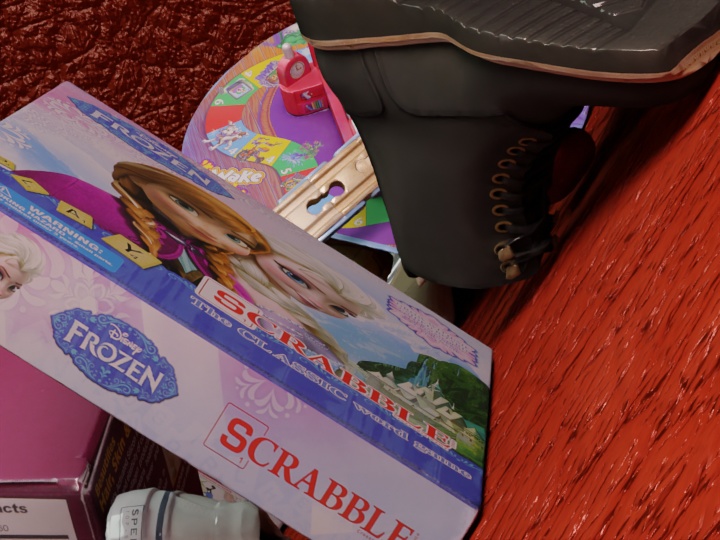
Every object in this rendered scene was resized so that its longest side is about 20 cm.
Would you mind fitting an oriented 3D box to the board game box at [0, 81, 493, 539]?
[{"bbox_3d":[-0.048,0.015,0.772,0.041,0.199,0.200,-57,4,12],"label":"board game box"}]

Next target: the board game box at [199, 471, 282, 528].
[{"bbox_3d":[-0.081,0.072,1.380,0.201,0.147,0.064,-57,4,31],"label":"board game box"}]

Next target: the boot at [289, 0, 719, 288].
[{"bbox_3d":[0.067,-0.048,0.813,0.077,0.139,0.200,-32,28,-25],"label":"boot"}]

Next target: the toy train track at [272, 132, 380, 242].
[{"bbox_3d":[0.016,-0.062,0.980,0.200,0.115,0.033,-41,-14,-13],"label":"toy train track"}]

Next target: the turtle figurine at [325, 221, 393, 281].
[{"bbox_3d":[0.000,0.000,1.037,0.199,0.064,0.162,-12,54,27],"label":"turtle figurine"}]

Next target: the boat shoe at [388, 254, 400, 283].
[{"bbox_3d":[0.041,-0.053,1.462,0.201,0.056,0.069,-60,3,-19],"label":"boat shoe"}]

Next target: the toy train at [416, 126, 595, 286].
[{"bbox_3d":[0.079,-0.084,0.930,0.116,0.085,0.200,-43,-14,-34],"label":"toy train"}]

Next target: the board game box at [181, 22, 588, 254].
[{"bbox_3d":[0.005,-0.084,1.046,0.158,0.199,0.039,-52,-40,-34],"label":"board game box"}]

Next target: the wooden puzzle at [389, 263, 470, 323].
[{"bbox_3d":[0.053,-0.024,1.179,0.201,0.037,0.185,-67,6,-28],"label":"wooden puzzle"}]

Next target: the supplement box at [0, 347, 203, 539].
[{"bbox_3d":[-0.130,0.131,0.981,0.131,0.102,0.201,-74,-22,-55],"label":"supplement box"}]

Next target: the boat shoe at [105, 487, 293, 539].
[{"bbox_3d":[-0.050,0.140,0.938,0.200,0.066,0.074,60,-150,-71],"label":"boat shoe"}]
